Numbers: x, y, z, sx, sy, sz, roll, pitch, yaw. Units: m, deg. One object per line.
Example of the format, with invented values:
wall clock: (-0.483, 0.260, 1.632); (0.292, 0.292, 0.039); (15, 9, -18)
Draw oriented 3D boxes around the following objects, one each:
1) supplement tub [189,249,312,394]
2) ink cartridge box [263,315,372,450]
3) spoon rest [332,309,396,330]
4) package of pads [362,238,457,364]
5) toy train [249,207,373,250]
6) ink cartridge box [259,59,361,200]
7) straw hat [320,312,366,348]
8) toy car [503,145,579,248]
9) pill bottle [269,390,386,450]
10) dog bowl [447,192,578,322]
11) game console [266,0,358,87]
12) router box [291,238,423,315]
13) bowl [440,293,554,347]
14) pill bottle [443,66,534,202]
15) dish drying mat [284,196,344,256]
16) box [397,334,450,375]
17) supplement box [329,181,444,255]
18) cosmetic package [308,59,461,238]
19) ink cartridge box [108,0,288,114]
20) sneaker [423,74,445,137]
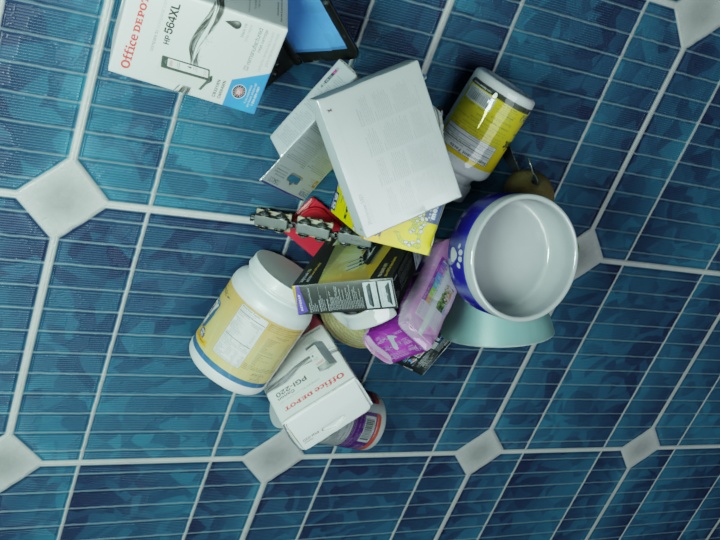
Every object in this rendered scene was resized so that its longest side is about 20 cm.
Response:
supplement tub: (-0.168, 0.083, 1.562); (0.144, 0.145, 0.200); (23, 110, -38)
ink cartridge box: (-0.089, 0.184, 1.640); (0.145, 0.200, 0.085); (-32, 132, -4)
spoon rest: (-0.021, 0.058, 1.547); (0.061, 0.200, 0.100); (-39, 111, -20)
package of pads: (0.090, 0.047, 1.567); (0.076, 0.200, 0.120); (42, 141, -18)
toy train: (-0.075, -0.068, 1.516); (0.199, 0.046, 0.034); (12, 112, 8)
ink cartridge box: (-0.059, -0.199, 1.422); (0.200, 0.043, 0.196); (-45, 167, 7)
straw hat: (0.030, 0.068, 1.654); (0.200, 0.085, 0.202); (-8, 120, -13)
toy car: (0.270, -0.113, 1.658); (0.157, 0.164, 0.201); (-19, 120, -16)
pill bottle: (-0.061, 0.260, 1.771); (0.200, 0.111, 0.112); (17, 113, -36)
dog bowl: (0.241, -0.023, 1.537); (0.199, 0.079, 0.201); (-4, 99, -24)
game console: (-0.130, -0.325, 1.303); (0.171, 0.118, 0.200); (-41, 132, -6)
router box: (0.000, 0.000, 1.498); (0.157, 0.200, 0.052); (-5, 112, 17)
bowl: (0.237, 0.058, 1.693); (0.200, 0.201, 0.105); (-7, 103, -24)
pill bottle: (0.181, -0.214, 1.560); (0.111, 0.111, 0.200); (18, 113, -37)
dish drying mat: (-0.043, -0.042, 1.624); (0.077, 0.018, 0.200); (-43, 132, 7)
box: (0.116, 0.085, 1.783); (0.159, 0.046, 0.200); (28, 106, -39)
supplement box: (0.039, -0.108, 1.475); (0.109, 0.200, 0.109); (13, 101, -20)
cosmetic package: (0.035, -0.165, 1.324); (0.150, 0.052, 0.201); (-24, 107, -14)
ink cartridge box: (-0.209, -0.304, 1.247); (0.199, 0.084, 0.146); (13, 134, -18)
sneaker: (0.108, -0.209, 1.501); (0.072, 0.072, 0.200); (-24, 97, -6)
